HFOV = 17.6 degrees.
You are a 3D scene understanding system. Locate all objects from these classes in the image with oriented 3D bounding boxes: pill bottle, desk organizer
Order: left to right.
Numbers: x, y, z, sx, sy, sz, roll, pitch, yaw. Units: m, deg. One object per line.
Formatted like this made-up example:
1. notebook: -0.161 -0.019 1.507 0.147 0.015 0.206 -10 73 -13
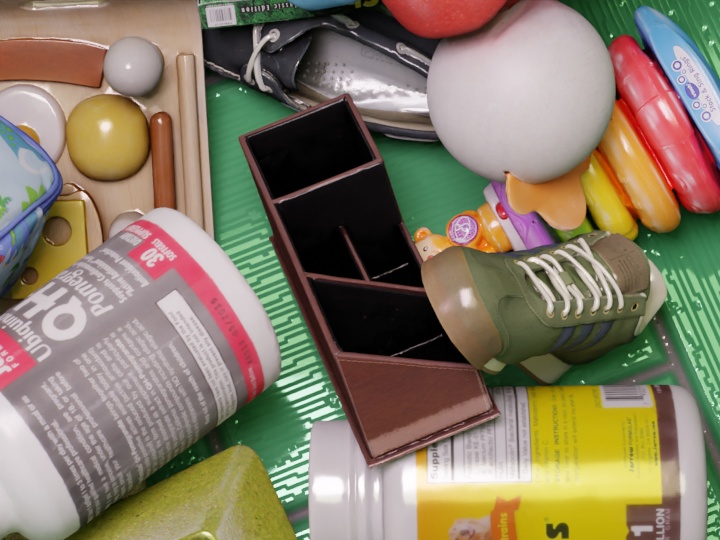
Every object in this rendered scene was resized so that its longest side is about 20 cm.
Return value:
1. pill bottle: -0.147 0.066 1.166 0.200 0.111 0.111 -36 76 -19
2. desk organizer: 0.000 0.000 1.198 0.071 0.077 0.200 -22 40 -3
3. pill bottle: 0.075 0.115 1.200 0.199 0.109 0.110 -1 75 3

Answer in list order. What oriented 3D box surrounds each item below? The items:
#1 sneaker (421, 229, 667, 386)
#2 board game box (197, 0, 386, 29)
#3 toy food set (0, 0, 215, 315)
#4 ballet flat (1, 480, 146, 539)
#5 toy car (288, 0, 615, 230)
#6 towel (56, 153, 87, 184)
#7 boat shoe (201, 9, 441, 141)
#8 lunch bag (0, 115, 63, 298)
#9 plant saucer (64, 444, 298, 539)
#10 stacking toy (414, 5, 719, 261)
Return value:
1. sneaker: 0.100 0.007 1.172 0.090 0.200 0.067 -29 73 13
2. board game box: -0.044 -0.217 1.298 0.104 0.024 0.201 -4 51 -2
3. toy food set: -0.154 -0.052 1.254 0.143 0.060 0.201 -3 96 2
4. ballet flat: -0.212 0.132 1.235 0.199 0.071 0.071 -2 75 3
5. toy car: 0.083 -0.121 1.172 0.184 0.177 0.201 -6 109 36
6. towel: -0.192 -0.135 1.322 0.146 0.030 0.201 -12 78 0
7. boat shoe: -0.028 -0.122 1.278 0.199 0.076 0.060 11 37 7
8. lunch bag: -0.257 -0.027 1.153 0.161 0.083 0.200 35 39 5
9. plant saucer: -0.105 0.219 1.178 0.199 0.048 0.201 -26 87 4
10. stacking toy: 0.108 -0.044 1.256 0.200 0.110 0.116 -30 75 6
